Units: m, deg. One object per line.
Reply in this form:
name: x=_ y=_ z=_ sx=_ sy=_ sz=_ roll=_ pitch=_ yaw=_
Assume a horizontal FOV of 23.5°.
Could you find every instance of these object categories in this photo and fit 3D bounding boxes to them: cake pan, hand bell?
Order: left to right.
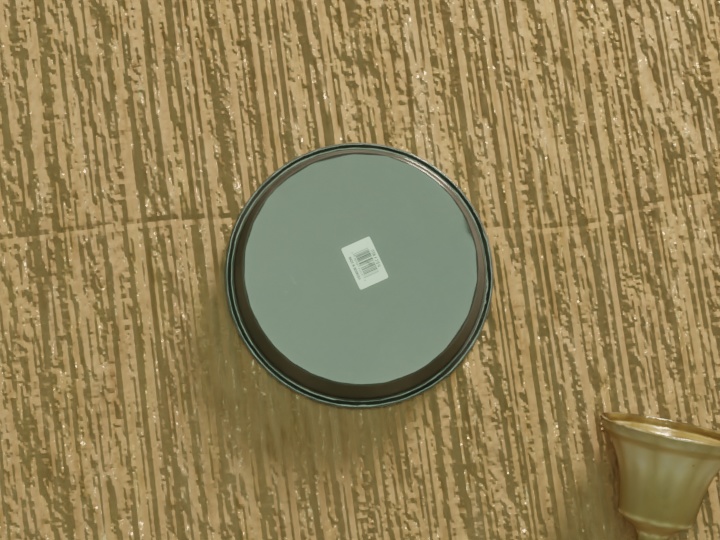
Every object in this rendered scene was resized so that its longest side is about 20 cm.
cake pan: x=0.000 y=0.000 z=1.270 sx=0.200 sy=0.037 sz=0.201 roll=0 pitch=80 yaw=-3
hand bell: x=0.205 y=0.210 z=1.234 sx=0.104 sy=0.104 sz=0.200 roll=10 pitch=93 yaw=-1
